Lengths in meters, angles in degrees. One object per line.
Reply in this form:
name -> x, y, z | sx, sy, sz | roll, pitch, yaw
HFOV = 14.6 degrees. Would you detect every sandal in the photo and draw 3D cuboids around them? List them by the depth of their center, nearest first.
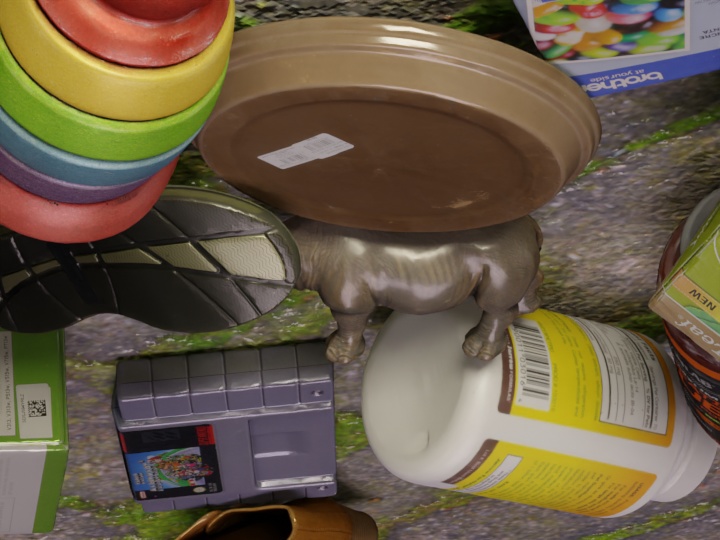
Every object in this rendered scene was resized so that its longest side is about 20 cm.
sandal -> -0.117, -0.014, 1.385 | 0.201, 0.057, 0.080 | -2, 124, 34

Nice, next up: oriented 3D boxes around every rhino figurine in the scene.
rhino figurine -> 0.000, 0.000, 1.435 | 0.199, 0.060, 0.088 | -2, 137, -8

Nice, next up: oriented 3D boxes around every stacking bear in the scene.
stacking bear -> -0.098, -0.106, 1.122 | 0.121, 0.114, 0.200 | 3, 150, -21

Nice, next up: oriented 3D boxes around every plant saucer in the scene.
plant saucer -> 0.010, -0.061, 1.295 | 0.200, 0.030, 0.200 | 6, 160, 2

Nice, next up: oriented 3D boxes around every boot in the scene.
boot -> -0.097, 0.195, 1.824 | 0.201, 0.071, 0.144 | -28, 161, 22

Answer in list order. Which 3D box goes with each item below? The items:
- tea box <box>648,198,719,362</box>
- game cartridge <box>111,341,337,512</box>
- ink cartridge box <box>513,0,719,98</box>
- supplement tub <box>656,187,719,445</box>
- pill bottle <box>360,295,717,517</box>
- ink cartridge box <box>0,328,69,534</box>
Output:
tea box -> 0.274, -0.007, 1.290 | 0.200, 0.134, 0.197 | 37, 151, 2
game cartridge -> -0.079, 0.098, 1.679 | 0.129, 0.038, 0.200 | -9, 157, -4
ink cartridge box -> 0.128, -0.127, 1.209 | 0.119, 0.042, 0.200 | -11, 158, 13
supplement tub -> 0.212, 0.023, 1.488 | 0.107, 0.107, 0.200 | -10, 156, 9
pill bottle -> 0.106, 0.078, 1.581 | 0.200, 0.109, 0.109 | 14, 149, -38
ink cartridge box -> -0.266, 0.092, 1.564 | 0.200, 0.076, 0.148 | 0, 156, -10
